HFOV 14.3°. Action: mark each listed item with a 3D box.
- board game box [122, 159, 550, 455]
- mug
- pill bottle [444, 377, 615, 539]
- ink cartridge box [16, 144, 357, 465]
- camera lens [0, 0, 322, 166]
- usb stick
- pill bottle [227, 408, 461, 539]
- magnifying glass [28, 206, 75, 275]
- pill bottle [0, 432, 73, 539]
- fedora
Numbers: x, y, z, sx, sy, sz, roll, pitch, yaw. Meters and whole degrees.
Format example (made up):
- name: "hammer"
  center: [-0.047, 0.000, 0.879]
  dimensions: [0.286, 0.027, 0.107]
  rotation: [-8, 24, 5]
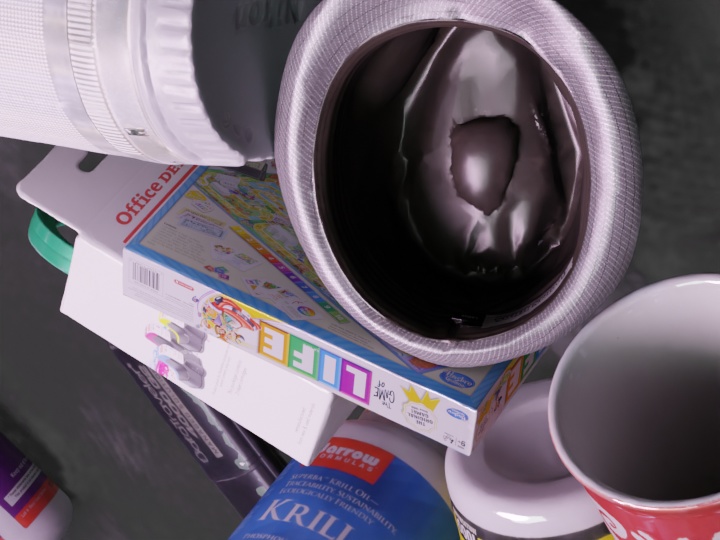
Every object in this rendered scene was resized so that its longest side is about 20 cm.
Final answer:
- name: "board game box"
  center: [0.000, 0.000, 1.440]
  dimensions: [0.200, 0.135, 0.034]
  rotation: [25, 138, 18]
- name: "mug"
  center: [0.200, 0.114, 1.380]
  dimensions: [0.177, 0.134, 0.200]
  rotation: [-1, 141, 23]
- name: "pill bottle"
  center: [0.116, 0.165, 1.518]
  dimensions: [0.112, 0.112, 0.200]
  rotation: [9, 131, 31]
- name: "ink cartridge box"
  center: [-0.075, -0.002, 1.511]
  dimensions: [0.200, 0.115, 0.068]
  rotation: [32, 139, 11]
- name: "camera lens"
  center: [-0.123, -0.137, 1.389]
  dimensions: [0.199, 0.160, 0.160]
  rotation: [10, 132, 30]
- name: "usb stick"
  center: [-0.095, 0.078, 1.664]
  dimensions: [0.055, 0.033, 0.200]
  rotation: [-16, 116, 52]
- name: "pill bottle"
  center: [-0.006, 0.150, 1.531]
  dimensions: [0.112, 0.200, 0.112]
  rotation: [20, 137, 21]
- name: "magnifying glass"
  center: [-0.088, 0.010, 1.575]
  dimensions: [0.199, 0.080, 0.022]
  rotation: [23, 112, 4]
- name: "pill bottle"
  center: [-0.282, 0.122, 1.785]
  dimensions: [0.200, 0.112, 0.112]
  rotation: [45, 140, -5]
- name: "fedora"
  center: [0.053, -0.058, 1.361]
  dimensions: [0.176, 0.090, 0.201]
  rotation: [-3, 109, 18]
